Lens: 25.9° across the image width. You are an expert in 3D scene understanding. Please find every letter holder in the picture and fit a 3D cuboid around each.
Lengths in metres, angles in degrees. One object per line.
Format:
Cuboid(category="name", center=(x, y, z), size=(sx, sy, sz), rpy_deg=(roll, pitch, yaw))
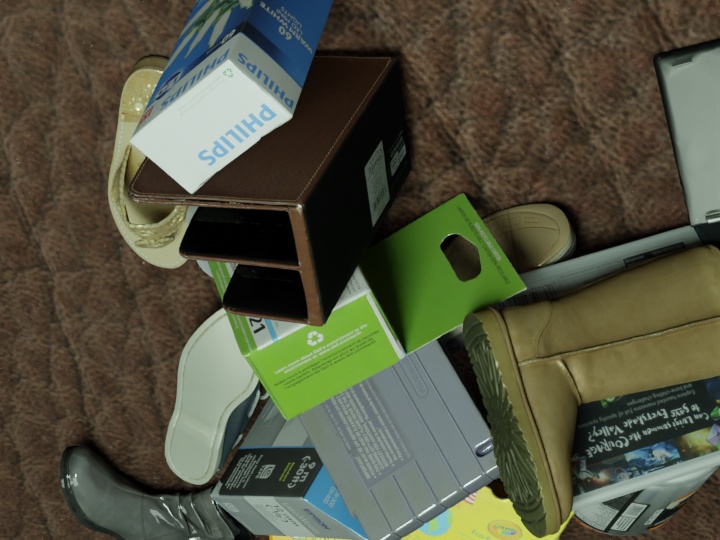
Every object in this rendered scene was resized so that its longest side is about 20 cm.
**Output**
Cuboid(category="letter holder", center=(-0.064, -0.065, 1.126), size=(0.142, 0.200, 0.101), rpy_deg=(5, 128, 20))

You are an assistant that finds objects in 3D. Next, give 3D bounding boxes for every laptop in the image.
Cuboid(category="laptop", center=(0.336, -0.086, 1.154), size=(0.187, 0.116, 0.200), rpy_deg=(-12, 97, 21))

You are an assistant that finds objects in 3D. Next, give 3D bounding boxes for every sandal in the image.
Cuboid(category="sandal", center=(-0.172, -0.065, 1.249), size=(0.078, 0.070, 0.212), rpy_deg=(11, 131, 4))

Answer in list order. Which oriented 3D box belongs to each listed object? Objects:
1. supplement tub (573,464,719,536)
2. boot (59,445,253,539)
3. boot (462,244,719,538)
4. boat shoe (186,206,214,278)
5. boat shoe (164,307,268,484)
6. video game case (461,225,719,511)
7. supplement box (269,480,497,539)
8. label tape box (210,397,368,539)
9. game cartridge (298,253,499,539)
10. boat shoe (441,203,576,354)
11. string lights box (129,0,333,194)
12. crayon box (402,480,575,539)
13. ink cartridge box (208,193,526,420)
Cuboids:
Cuboid(category="supplement tub", center=(0.220, 0.142, 1.268), size=(0.122, 0.123, 0.200), rpy_deg=(13, 157, 2))
Cuboid(category="boot", center=(-0.190, 0.223, 1.509), size=(0.132, 0.070, 0.200), rpy_deg=(-15, 136, 20))
Cuboid(category="boot", center=(0.190, 0.083, 1.122), size=(0.200, 0.175, 0.066), rpy_deg=(-12, 173, -16))
Cuboid(category="boat shoe", center=(-0.060, 0.000, 1.282), size=(0.074, 0.065, 0.200), rpy_deg=(-44, 125, 9))
Cuboid(category="boat shoe", center=(-0.118, 0.102, 1.381), size=(0.075, 0.062, 0.200), rpy_deg=(24, 124, 13))
Cuboid(category="video game case", center=(0.192, 0.074, 1.173), size=(0.200, 0.182, 0.023), rpy_deg=(-16, 160, -10))
Cuboid(category="supplement box", center=(0.026, 0.250, 1.410), size=(0.200, 0.110, 0.109), rpy_deg=(-2, 105, 7))
Cuboid(category="label tape box", center=(-0.017, 0.148, 1.300), size=(0.066, 0.143, 0.200), rpy_deg=(46, 149, -24))
Cuboid(category="game cartridge", center=(0.017, 0.101, 1.217), size=(0.130, 0.200, 0.038), rpy_deg=(-35, 155, 13))
Cuboid(category="boat shoe", center=(0.094, 0.017, 1.263), size=(0.200, 0.072, 0.065), rpy_deg=(-35, 140, 21))
Cuboid(category="string lights box", center=(-0.078, -0.152, 1.068), size=(0.103, 0.200, 0.059), rpy_deg=(-33, 116, 33))
Cuboid(category="crayon box", center=(0.081, 0.240, 1.317), size=(0.127, 0.051, 0.200), rpy_deg=(29, 108, -2))
Cuboid(category="ink cartridge box", center=(0.000, 0.000, 1.168), size=(0.200, 0.148, 0.076), rpy_deg=(-29, 126, 1))
